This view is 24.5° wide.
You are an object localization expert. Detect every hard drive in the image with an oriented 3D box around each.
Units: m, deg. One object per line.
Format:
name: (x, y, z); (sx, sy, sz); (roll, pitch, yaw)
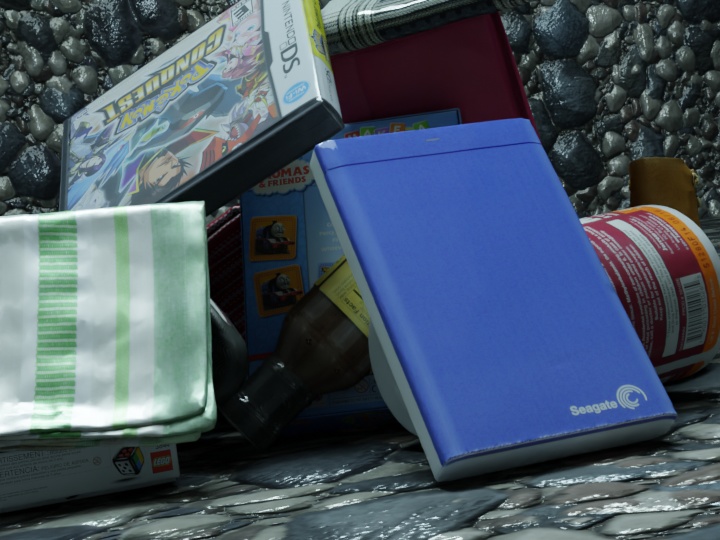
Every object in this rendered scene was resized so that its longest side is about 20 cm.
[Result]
hard drive: (0.066, 0.008, 0.869); (0.132, 0.200, 0.025); (-8, -33, -22)

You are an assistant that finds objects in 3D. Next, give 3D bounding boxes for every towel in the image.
towel: (-0.181, 0.030, 0.896); (0.200, 0.153, 0.023); (-4, -32, -4)
towel: (-0.110, 0.029, 1.207); (0.145, 0.022, 0.200); (-38, -21, 0)
towel: (0.072, -0.199, 1.113); (0.192, 0.035, 0.200); (-12, 17, 23)

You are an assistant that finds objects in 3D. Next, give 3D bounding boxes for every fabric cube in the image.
fabric cube: (0.030, -0.087, 1.210); (0.200, 0.200, 0.196); (-16, 15, 9)

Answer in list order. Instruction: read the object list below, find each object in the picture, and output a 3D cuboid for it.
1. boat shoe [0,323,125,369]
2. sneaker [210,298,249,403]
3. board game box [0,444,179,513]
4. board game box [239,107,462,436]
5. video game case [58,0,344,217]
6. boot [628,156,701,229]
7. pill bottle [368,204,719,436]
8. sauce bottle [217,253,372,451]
boat shoe: (-0.207, 0.059, 0.926); (0.200, 0.069, 0.072); (-7, 3, 0)
sneaker: (-0.108, 0.036, 1.034); (0.115, 0.076, 0.200); (8, 8, -45)
board game box: (-0.194, 0.109, 0.977); (0.126, 0.035, 0.200); (-8, 2, -22)
board game box: (0.000, 0.000, 1.057); (0.151, 0.200, 0.037); (-7, -23, 6)
video game case: (-0.106, -0.092, 1.039); (0.200, 0.026, 0.181); (-31, 35, 15)
boot: (0.202, -0.006, 1.142); (0.071, 0.144, 0.201); (-7, 3, 20)
pill bottle: (0.110, 0.030, 0.959); (0.200, 0.110, 0.109); (-13, 5, -35)
sauce bottle: (-0.001, 0.025, 0.991); (0.200, 0.065, 0.065); (-43, 5, -3)
